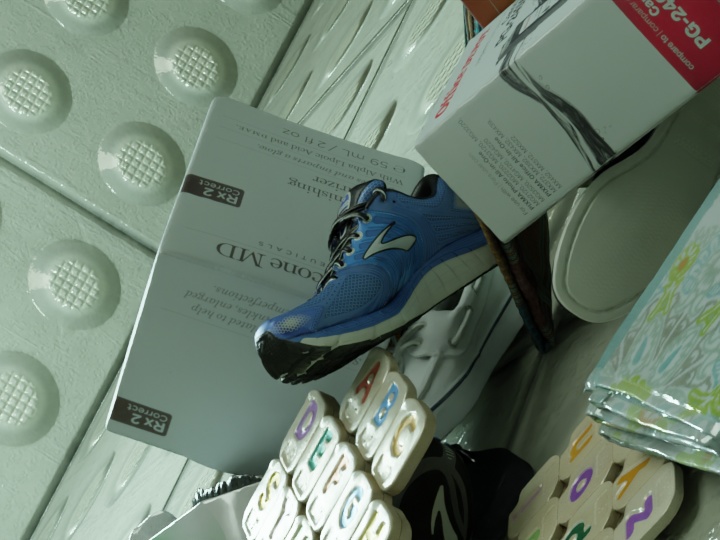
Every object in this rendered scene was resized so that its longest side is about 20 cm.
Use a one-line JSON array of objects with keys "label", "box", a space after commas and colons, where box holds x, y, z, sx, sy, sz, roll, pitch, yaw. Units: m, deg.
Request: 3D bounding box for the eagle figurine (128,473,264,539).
[{"label": "eagle figurine", "box": [-0.074, 0.217, 1.329, 0.151, 0.152, 0.200, -38, 5, -4]}]

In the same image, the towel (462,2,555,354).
[{"label": "towel", "box": [0.098, -0.067, 1.242, 0.022, 0.147, 0.201, -14, 46, 16]}]

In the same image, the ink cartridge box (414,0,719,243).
[{"label": "ink cartridge box", "box": [0.136, -0.128, 1.097, 0.200, 0.083, 0.146, -39, 13, 34]}]

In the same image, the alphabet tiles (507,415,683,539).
[{"label": "alphabet tiles", "box": [0.105, 0.149, 0.987, 0.196, 0.015, 0.200, -53, 12, 27]}]

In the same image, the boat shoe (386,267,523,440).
[{"label": "boat shoe", "box": [0.048, 0.057, 1.262, 0.074, 0.065, 0.200, -41, 8, 38]}]

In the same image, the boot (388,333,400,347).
[{"label": "boot", "box": [0.040, 0.041, 1.434, 0.144, 0.070, 0.202, -48, 19, 43]}]

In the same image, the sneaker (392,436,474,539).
[{"label": "sneaker", "box": [0.026, 0.191, 1.065, 0.083, 0.070, 0.201, 160, 128, -70]}]

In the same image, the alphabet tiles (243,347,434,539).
[{"label": "alphabet tiles", "box": [-0.024, 0.145, 1.090, 0.197, 0.015, 0.200, -60, 21, 10]}]

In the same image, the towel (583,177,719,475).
[{"label": "towel", "box": [0.193, 0.004, 0.891, 0.201, 0.048, 0.171, -56, 14, -5]}]

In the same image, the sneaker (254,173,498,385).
[{"label": "sneaker", "box": [0.000, 0.000, 1.172, 0.200, 0.090, 0.078, -33, 0, -44]}]

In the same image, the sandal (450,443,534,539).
[{"label": "sandal", "box": [0.049, 0.136, 1.201, 0.076, 0.043, 0.200, -63, 11, -21]}]

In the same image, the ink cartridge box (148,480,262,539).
[{"label": "ink cartridge box", "box": [-0.053, 0.209, 1.190, 0.200, 0.050, 0.162, -40, 56, 45]}]

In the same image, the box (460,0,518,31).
[{"label": "box", "box": [0.174, -0.201, 1.193, 0.199, 0.125, 0.098, -29, 25, 30]}]

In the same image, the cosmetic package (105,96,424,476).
[{"label": "cosmetic package", "box": [-0.063, 0.017, 1.337, 0.201, 0.164, 0.166, -79, 8, -54]}]

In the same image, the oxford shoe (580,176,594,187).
[{"label": "oxford shoe", "box": [0.154, -0.095, 1.264, 0.200, 0.074, 0.058, -87, -6, -73]}]

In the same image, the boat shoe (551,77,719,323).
[{"label": "boat shoe", "box": [0.167, -0.053, 1.110, 0.201, 0.074, 0.060, -59, 11, -15]}]
